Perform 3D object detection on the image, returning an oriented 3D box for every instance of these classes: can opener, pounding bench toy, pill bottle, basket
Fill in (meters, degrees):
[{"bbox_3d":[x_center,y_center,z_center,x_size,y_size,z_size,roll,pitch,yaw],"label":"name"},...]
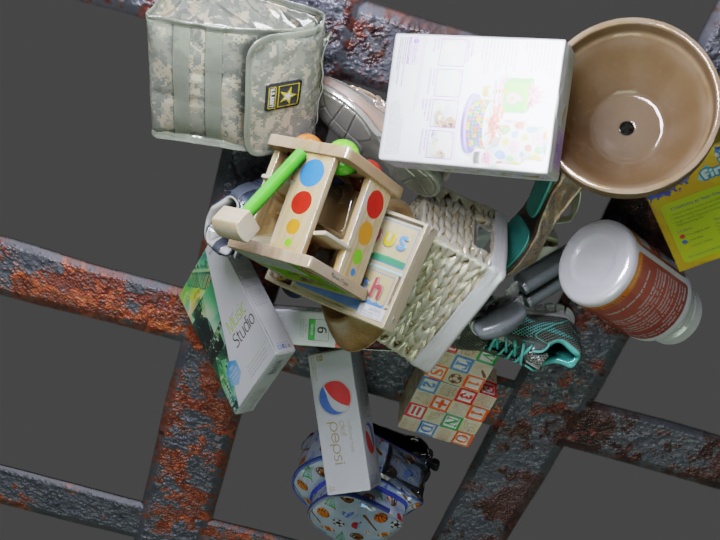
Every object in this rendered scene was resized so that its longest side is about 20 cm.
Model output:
[{"bbox_3d":[0.226,0.029,1.376,0.199,0.067,0.053,-34,137,-9],"label":"can opener"},{"bbox_3d":[-0.065,-0.081,1.193,0.123,0.158,0.199,14,170,35],"label":"pounding bench toy"},{"bbox_3d":[0.349,0.023,1.354,0.112,0.113,0.199,-35,136,29],"label":"pill bottle"},{"bbox_3d":[0.088,0.006,1.376,0.122,0.136,0.201,26,126,-12],"label":"basket"}]

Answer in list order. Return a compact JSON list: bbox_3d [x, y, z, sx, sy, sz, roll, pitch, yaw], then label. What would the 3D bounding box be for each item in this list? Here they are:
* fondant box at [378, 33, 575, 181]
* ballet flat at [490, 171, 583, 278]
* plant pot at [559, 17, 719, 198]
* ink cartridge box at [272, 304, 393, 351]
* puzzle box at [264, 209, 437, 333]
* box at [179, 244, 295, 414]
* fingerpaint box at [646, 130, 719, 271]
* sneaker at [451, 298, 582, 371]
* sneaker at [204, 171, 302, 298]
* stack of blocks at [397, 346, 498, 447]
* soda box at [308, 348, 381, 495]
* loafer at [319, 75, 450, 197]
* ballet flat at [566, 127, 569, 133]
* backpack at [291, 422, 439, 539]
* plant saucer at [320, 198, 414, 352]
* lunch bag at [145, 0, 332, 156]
[{"bbox_3d":[0.128,-0.182,1.182,0.197,0.147,0.058,7,177,24],"label":"fondant box"},{"bbox_3d":[0.232,-0.059,1.354,0.066,0.069,0.201,10,132,-21],"label":"ballet flat"},{"bbox_3d":[0.302,-0.174,1.206,0.198,0.204,0.093,-6,169,11],"label":"plant pot"},{"bbox_3d":[-0.036,0.078,1.464,0.197,0.109,0.051,3,90,4],"label":"ink cartridge box"},{"bbox_3d":[-0.015,-0.019,1.277,0.198,0.135,0.025,20,173,37],"label":"puzzle box"},{"bbox_3d":[-0.169,0.068,1.424,0.036,0.201,0.145,-6,146,-39],"label":"box"},{"bbox_3d":[0.447,-0.111,1.279,0.198,0.074,0.168,-21,125,21],"label":"fingerpaint box"},{"bbox_3d":[0.214,0.092,1.425,0.197,0.092,0.078,-2,133,-20],"label":"sneaker"},{"bbox_3d":[-0.127,-0.029,1.361,0.076,0.146,0.205,24,133,35],"label":"sneaker"},{"bbox_3d":[0.140,0.157,1.541,0.114,0.059,0.201,17,129,-7],"label":"stack of blocks"},{"bbox_3d":[-0.023,0.214,1.529,0.067,0.064,0.203,-10,84,15],"label":"soda box"},{"bbox_3d":[0.027,-0.171,1.292,0.199,0.063,0.072,39,152,-4],"label":"loafer"},{"bbox_3d":[0.162,-0.196,1.249,0.197,0.063,0.069,18,130,-8],"label":"ballet flat"},{"bbox_3d":[-0.011,0.329,1.648,0.190,0.155,0.200,36,128,-9],"label":"backpack"},{"bbox_3d":[0.000,0.000,1.336,0.035,0.202,0.201,19,130,-27],"label":"plant saucer"},{"bbox_3d":[-0.136,-0.228,1.220,0.197,0.118,0.165,9,133,1],"label":"lunch bag"}]
